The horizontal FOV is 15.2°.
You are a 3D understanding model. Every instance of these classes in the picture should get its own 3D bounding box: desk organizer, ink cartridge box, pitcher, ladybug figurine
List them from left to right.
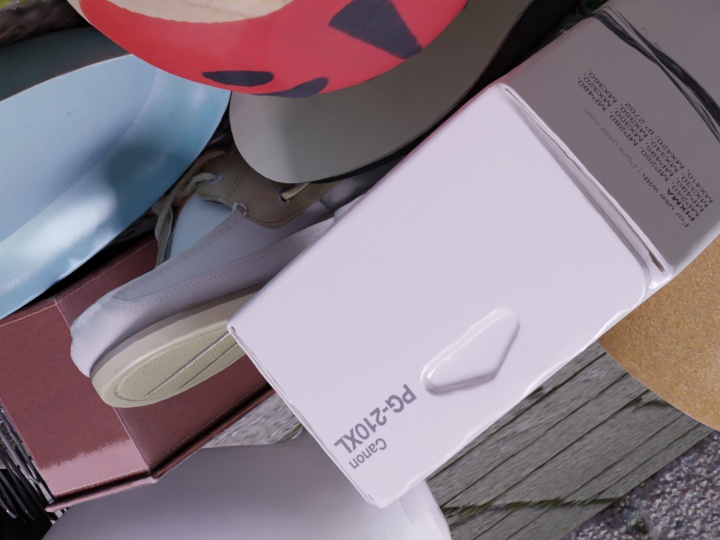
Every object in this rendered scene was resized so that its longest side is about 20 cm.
[{"bbox_3d":[-0.052,0.008,1.056,0.072,0.077,0.200,-19,-168,48],"label":"desk organizer"},{"bbox_3d":[-0.039,0.150,1.175,0.200,0.172,0.121,-27,168,-40],"label":"pitcher"},{"bbox_3d":[-0.015,-0.100,0.771,0.136,0.072,0.200,-37,167,12],"label":"ladybug figurine"},{"bbox_3d":[0.066,-0.022,0.920,0.145,0.084,0.200,-42,178,34],"label":"ink cartridge box"}]

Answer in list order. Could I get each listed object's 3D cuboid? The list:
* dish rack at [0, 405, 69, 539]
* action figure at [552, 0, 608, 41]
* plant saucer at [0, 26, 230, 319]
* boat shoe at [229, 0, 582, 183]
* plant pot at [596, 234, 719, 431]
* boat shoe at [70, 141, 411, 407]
[{"bbox_3d":[-0.107,0.058,1.172,0.200,0.055,0.153,-36,168,6],"label":"dish rack"},{"bbox_3d":[0.089,-0.121,1.012,0.200,0.055,0.118,-46,161,28],"label":"action figure"},{"bbox_3d":[-0.133,-0.020,0.877,0.200,0.027,0.200,-33,168,-8],"label":"plant saucer"},{"bbox_3d":[0.039,-0.101,0.927,0.200,0.071,0.063,-43,168,17],"label":"boat shoe"},{"bbox_3d":[0.181,-0.038,1.062,0.200,0.186,0.186,-58,160,17],"label":"plant pot"},{"bbox_3d":[-0.044,-0.008,0.976,0.075,0.068,0.200,-36,174,34],"label":"boat shoe"}]
